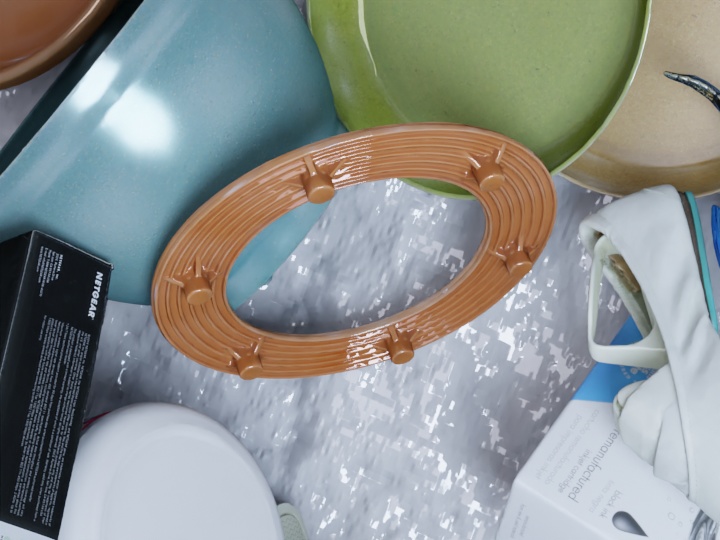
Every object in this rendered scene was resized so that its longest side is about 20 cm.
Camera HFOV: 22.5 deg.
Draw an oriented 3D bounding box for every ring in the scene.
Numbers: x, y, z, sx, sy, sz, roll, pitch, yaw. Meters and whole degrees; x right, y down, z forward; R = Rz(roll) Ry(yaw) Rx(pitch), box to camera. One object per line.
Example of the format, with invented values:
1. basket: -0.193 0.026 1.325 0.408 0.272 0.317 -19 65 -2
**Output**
1. ring: 0.000 0.000 0.855 0.200 0.200 0.019 -29 57 15

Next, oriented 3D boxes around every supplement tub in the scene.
1. supplement tub: -0.148 0.149 0.897 0.199 0.140 0.141 -18 84 41

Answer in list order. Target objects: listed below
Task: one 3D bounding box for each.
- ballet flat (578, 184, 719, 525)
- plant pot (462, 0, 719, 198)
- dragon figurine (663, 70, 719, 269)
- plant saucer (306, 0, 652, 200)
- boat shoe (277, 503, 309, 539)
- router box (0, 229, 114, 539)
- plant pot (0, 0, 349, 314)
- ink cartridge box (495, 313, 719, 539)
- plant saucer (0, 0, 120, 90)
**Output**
1. ballet flat: 0.137 0.044 0.809 0.069 0.069 0.201 -23 46 16
2. plant pot: 0.150 -0.134 0.893 0.199 0.027 0.201 0 89 17
3. dragon figurine: 0.192 -0.008 0.817 0.059 0.099 0.201 -17 85 12
4. plant saucer: 0.060 -0.135 0.883 0.199 0.031 0.201 4 97 37
5. boat shoe: -0.066 0.218 0.936 0.067 0.072 0.201 7 91 26
6. router box: -0.191 0.094 0.822 0.149 0.051 0.201 -16 57 45
7. plant pot: -0.087 -0.061 0.895 0.134 0.200 0.200 39 102 -14
8. ink cartridge box: 0.178 0.123 0.834 0.199 0.067 0.116 31 58 15
9. plant saucer: -0.183 -0.188 0.966 0.199 0.037 0.201 -9 72 29
